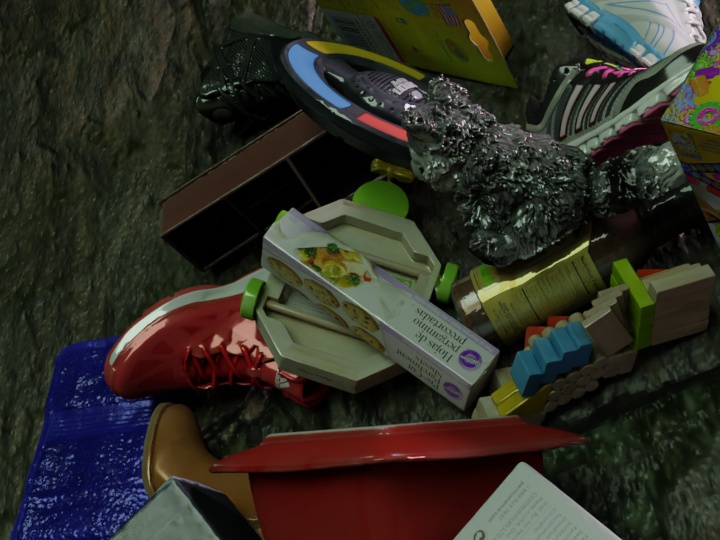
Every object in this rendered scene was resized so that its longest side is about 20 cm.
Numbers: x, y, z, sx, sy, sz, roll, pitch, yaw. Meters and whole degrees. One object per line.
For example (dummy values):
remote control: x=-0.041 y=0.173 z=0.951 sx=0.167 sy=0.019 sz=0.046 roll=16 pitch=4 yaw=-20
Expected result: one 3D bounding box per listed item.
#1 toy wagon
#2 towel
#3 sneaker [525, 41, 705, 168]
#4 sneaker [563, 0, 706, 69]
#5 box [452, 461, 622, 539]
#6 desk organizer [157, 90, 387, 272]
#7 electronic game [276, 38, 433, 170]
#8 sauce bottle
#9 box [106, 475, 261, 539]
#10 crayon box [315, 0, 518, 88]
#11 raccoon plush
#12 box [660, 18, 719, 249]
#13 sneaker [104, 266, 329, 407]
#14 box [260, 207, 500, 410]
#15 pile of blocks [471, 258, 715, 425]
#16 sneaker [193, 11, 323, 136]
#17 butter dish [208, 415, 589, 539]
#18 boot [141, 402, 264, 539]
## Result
toy wagon: x=0.000 y=0.000 z=1.097 sx=0.153 sy=0.040 sz=0.202 roll=17 pitch=57 yaw=6
towel: x=-0.218 y=0.146 z=1.159 sx=0.146 sy=0.050 sz=0.202 roll=-13 pitch=53 yaw=24
sneaker: x=0.187 y=-0.131 z=1.033 sx=0.200 sy=0.073 sz=0.089 roll=-35 pitch=67 yaw=53
sneaker: x=0.246 y=-0.191 z=1.091 sx=0.087 sy=0.075 sz=0.200 roll=-46 pitch=47 yaw=7
box: x=0.150 y=0.234 z=0.804 sx=0.106 sy=0.153 sz=0.200 roll=-46 pitch=47 yaw=-7
desk organizer: x=-0.076 y=-0.070 z=1.194 sx=0.199 sy=0.072 sz=0.077 roll=-32 pitch=24 yaw=8
electronic game: x=0.024 y=-0.137 z=1.130 sx=0.200 sy=0.198 sz=0.042 roll=50 pitch=124 yaw=43
sauce bottle: x=0.164 y=-0.009 z=1.028 sx=0.198 sy=0.065 sz=0.065 roll=-29 pitch=48 yaw=9
box: x=-0.103 y=0.263 z=0.923 sx=0.148 sy=0.104 sz=0.200 roll=-42 pitch=69 yaw=1
crayon box: x=0.050 y=-0.231 z=1.212 sx=0.199 sy=0.127 sz=0.051 roll=20 pitch=70 yaw=38
raccoon plush: x=0.125 y=-0.096 z=0.993 sx=0.198 sy=0.135 sz=0.097 roll=-25 pitch=14 yaw=21
box: x=0.320 y=-0.107 z=0.914 sx=0.121 sy=0.193 sz=0.201 roll=21 pitch=71 yaw=39
sneaker: x=-0.099 y=0.069 z=1.100 sx=0.198 sy=0.079 sz=0.116 roll=-29 pitch=49 yaw=-12
box: x=0.012 y=0.027 z=1.032 sx=0.199 sy=0.042 sz=0.039 roll=35 pitch=60 yaw=16
pile of blocks: x=0.155 y=0.042 z=0.984 sx=0.199 sy=0.082 sz=0.062 roll=-33 pitch=48 yaw=8
sneaker: x=-0.080 y=-0.169 z=1.283 sx=0.198 sy=0.076 sz=0.115 roll=25 pitch=75 yaw=44
butter dish: x=0.027 y=0.176 z=0.909 sx=0.199 sy=0.198 sz=0.150 roll=-11 pitch=80 yaw=49
boot: x=-0.079 y=0.170 z=1.047 sx=0.153 sy=0.074 sz=0.202 roll=-24 pitch=60 yaw=15
